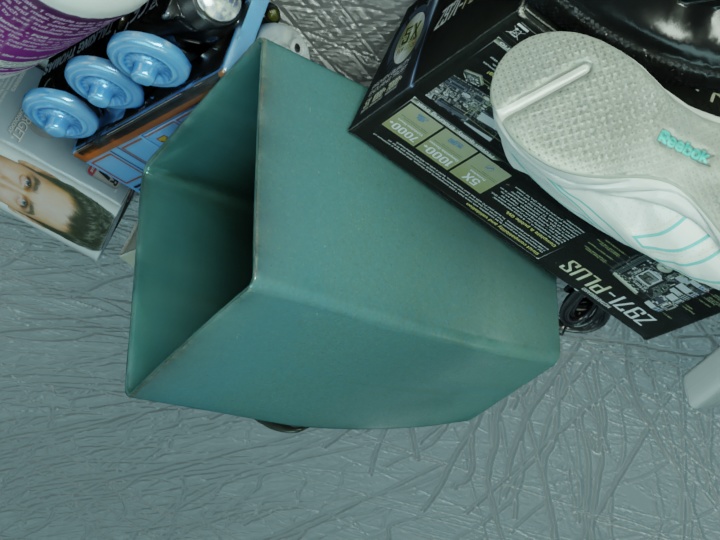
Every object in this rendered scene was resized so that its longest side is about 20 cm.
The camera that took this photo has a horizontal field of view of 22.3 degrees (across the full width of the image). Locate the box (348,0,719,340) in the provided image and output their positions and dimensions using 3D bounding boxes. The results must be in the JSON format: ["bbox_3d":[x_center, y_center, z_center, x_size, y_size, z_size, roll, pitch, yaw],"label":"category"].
[{"bbox_3d":[0.123,-0.070,0.873,0.199,0.087,0.164,34,152,-15],"label":"box"}]

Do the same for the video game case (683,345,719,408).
[{"bbox_3d":[0.275,0.020,0.873,0.180,0.024,0.200,-3,158,-16],"label":"video game case"}]

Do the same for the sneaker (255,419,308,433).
[{"bbox_3d":[-0.021,0.061,1.041,0.198,0.087,0.081,4,123,-5],"label":"sneaker"}]

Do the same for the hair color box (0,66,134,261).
[{"bbox_3d":[-0.238,-0.093,1.188,0.199,0.061,0.099,28,154,-5],"label":"hair color box"}]

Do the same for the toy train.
[{"bbox_3d":[-0.106,-0.111,1.017,0.114,0.087,0.199,29,153,-27],"label":"toy train"}]

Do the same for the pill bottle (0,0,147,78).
[{"bbox_3d":[-0.155,-0.171,0.912,0.112,0.113,0.199,39,152,-24],"label":"pill bottle"}]

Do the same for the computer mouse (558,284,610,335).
[{"bbox_3d":[0.066,-0.029,1.049,0.198,0.046,0.141,13,145,2],"label":"computer mouse"}]

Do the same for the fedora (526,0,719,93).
[{"bbox_3d":[0.133,-0.157,0.698,0.199,0.092,0.201,19,156,9],"label":"fedora"}]

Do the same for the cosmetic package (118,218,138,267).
[{"bbox_3d":[-0.035,0.000,1.129,0.200,0.104,0.087,38,150,-21],"label":"cosmetic package"}]

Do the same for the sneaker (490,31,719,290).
[{"bbox_3d":[0.144,-0.031,0.763,0.199,0.071,0.080,32,170,6],"label":"sneaker"}]

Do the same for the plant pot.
[{"bbox_3d":[0.000,0.000,0.956,0.198,0.142,0.141,17,146,-26],"label":"plant pot"}]
